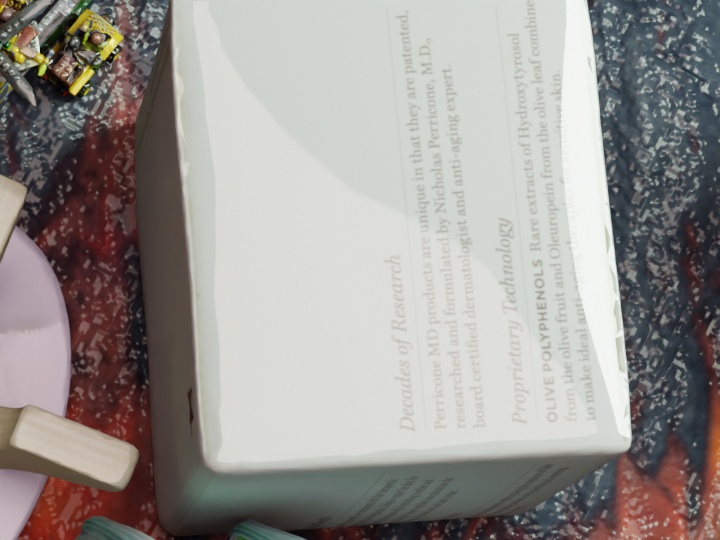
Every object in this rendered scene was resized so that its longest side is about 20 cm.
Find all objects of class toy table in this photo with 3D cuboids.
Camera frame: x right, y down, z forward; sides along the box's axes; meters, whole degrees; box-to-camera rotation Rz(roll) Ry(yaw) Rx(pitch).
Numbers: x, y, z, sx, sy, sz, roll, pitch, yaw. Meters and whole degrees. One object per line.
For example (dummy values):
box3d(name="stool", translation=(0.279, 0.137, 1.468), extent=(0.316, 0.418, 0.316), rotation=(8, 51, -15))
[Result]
box3d(name="toy table", translation=(-0.186, 0.060, 1.139), extent=(0.184, 0.117, 0.200), rotation=(11, 77, -8))

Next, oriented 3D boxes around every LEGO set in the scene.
box3d(name="LEGO set", translation=(-0.177, -0.168, 1.182), extent=(0.154, 0.116, 0.200), rotation=(-43, 89, -14))

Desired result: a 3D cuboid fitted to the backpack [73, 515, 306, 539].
box3d(name="backpack", translation=(-0.054, 0.184, 1.093), extent=(0.200, 0.178, 0.151), rotation=(44, 78, -14))

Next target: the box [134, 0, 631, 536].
box3d(name="box", translation=(0.000, 0.000, 1.139), extent=(0.171, 0.199, 0.200), rotation=(-3, 78, -10))
